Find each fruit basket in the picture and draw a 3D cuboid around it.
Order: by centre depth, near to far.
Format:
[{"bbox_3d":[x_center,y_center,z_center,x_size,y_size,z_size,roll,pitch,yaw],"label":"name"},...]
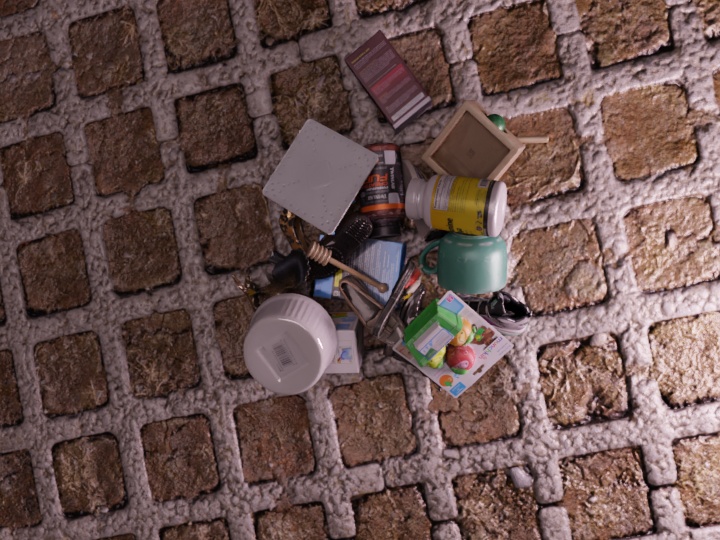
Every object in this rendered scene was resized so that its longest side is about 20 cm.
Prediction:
[{"bbox_3d":[0.197,0.166,1.477,0.199,0.094,0.185,41,111,-11],"label":"fruit basket"}]

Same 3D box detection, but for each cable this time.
[{"bbox_3d":[0.086,0.058,1.473,0.049,0.202,0.098,25,137,5],"label":"cable"}]

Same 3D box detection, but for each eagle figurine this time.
[{"bbox_3d":[-0.164,0.049,1.545,0.196,0.151,0.155,-16,71,19],"label":"eagle figurine"}]

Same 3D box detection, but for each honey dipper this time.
[{"bbox_3d":[-0.025,-0.002,1.504,0.197,0.038,0.039,28,94,-15],"label":"honey dipper"}]

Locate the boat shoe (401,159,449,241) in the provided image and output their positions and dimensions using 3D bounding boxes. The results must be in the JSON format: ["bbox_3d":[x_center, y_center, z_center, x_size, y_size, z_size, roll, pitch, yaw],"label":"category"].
[{"bbox_3d":[0.155,-0.162,1.567,0.091,0.075,0.204,-10,70,-25],"label":"boat shoe"}]

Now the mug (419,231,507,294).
[{"bbox_3d":[0.225,-0.029,1.488,0.180,0.152,0.117,-4,109,-5],"label":"mug"}]

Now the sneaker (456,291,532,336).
[{"bbox_3d":[0.273,0.076,1.494,0.195,0.140,0.080,9,68,3],"label":"sneaker"}]

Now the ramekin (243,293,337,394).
[{"bbox_3d":[-0.152,0.160,1.459,0.195,0.098,0.205,3,110,7],"label":"ramekin"}]

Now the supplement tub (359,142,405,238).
[{"bbox_3d":[0.048,-0.177,1.556,0.104,0.107,0.206,-6,88,9],"label":"supplement tub"}]

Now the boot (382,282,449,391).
[{"bbox_3d":[0.158,0.150,1.565,0.171,0.069,0.204,25,97,3],"label":"boot"}]

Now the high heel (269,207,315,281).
[{"bbox_3d":[-0.123,-0.081,1.596,0.140,0.071,0.204,24,109,15],"label":"high heel"}]

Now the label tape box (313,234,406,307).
[{"bbox_3d":[0.000,0.000,1.584,0.195,0.063,0.148,7,91,12],"label":"label tape box"}]

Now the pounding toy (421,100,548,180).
[{"bbox_3d":[0.275,-0.268,1.516,0.184,0.142,0.201,43,113,7],"label":"pounding toy"}]

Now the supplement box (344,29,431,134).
[{"bbox_3d":[0.064,-0.428,1.579,0.108,0.061,0.202,-36,85,6],"label":"supplement box"}]

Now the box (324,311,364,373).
[{"bbox_3d":[-0.096,0.163,1.563,0.195,0.113,0.104,-3,109,9],"label":"box"}]

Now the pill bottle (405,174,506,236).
[{"bbox_3d":[0.197,-0.138,1.438,0.195,0.112,0.115,9,91,21],"label":"pill bottle"}]

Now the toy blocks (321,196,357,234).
[{"bbox_3d":[-0.066,-0.206,1.581,0.134,0.100,0.203,-24,70,1],"label":"toy blocks"}]

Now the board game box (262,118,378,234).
[{"bbox_3d":[-0.087,-0.204,1.512,0.198,0.026,0.202,30,84,21],"label":"board game box"}]

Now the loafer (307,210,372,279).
[{"bbox_3d":[-0.051,-0.057,1.537,0.199,0.071,0.073,-38,115,18],"label":"loafer"}]

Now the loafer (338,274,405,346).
[{"bbox_3d":[0.022,0.094,1.516,0.200,0.063,0.072,46,100,7],"label":"loafer"}]
